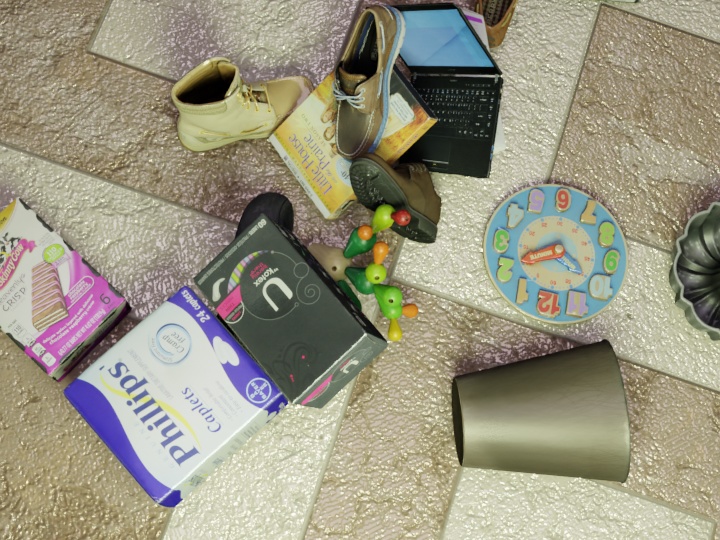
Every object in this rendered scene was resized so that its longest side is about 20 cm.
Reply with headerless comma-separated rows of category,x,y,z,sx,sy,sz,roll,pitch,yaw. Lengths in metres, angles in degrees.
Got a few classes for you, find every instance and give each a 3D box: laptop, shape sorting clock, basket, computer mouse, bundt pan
laptop,0.085,-0.228,1.396,0.103,0.177,0.201,4,97,-38
shape sorting clock,0.263,-0.024,1.471,0.199,0.039,0.201,1,75,-4
basket,0.219,0.183,1.365,0.199,0.136,0.181,-5,71,-2
computer mouse,-0.108,-0.011,1.415,0.140,0.046,0.201,8,73,18
bundt pan,0.503,0.010,1.461,0.201,0.076,0.203,1,75,-3

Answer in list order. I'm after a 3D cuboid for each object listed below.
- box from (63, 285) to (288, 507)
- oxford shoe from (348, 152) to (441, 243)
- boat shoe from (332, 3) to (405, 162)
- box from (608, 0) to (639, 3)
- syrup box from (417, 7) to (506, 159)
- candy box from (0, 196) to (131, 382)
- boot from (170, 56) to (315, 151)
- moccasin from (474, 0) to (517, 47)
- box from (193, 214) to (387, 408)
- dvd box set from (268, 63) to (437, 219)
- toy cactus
box,-0.223,0.156,1.342,0.200,0.105,0.184,-42,81,-8
oxford shoe,0.046,-0.110,1.407,0.072,0.200,0.085,10,74,30
boat shoe,-0.003,-0.234,1.368,0.072,0.072,0.201,17,102,27
box,0.358,-0.502,1.576,0.122,0.106,0.201,4,74,-5
syrup box,0.131,-0.250,1.488,0.081,0.079,0.201,5,70,-38
candy box,-0.411,0.024,1.394,0.200,0.061,0.136,41,76,8
boot,-0.150,-0.231,1.435,0.199,0.156,0.073,-17,76,-9
moccasin,0.199,-0.420,1.556,0.073,0.078,0.202,20,74,2
box,-0.083,0.051,1.311,0.122,0.106,0.200,-44,72,4
dvd box set,-0.014,-0.186,1.437,0.200,0.029,0.147,-42,74,24
toy cactus,0.000,0.000,1.405,0.102,0.201,0.165,-18,32,-42
